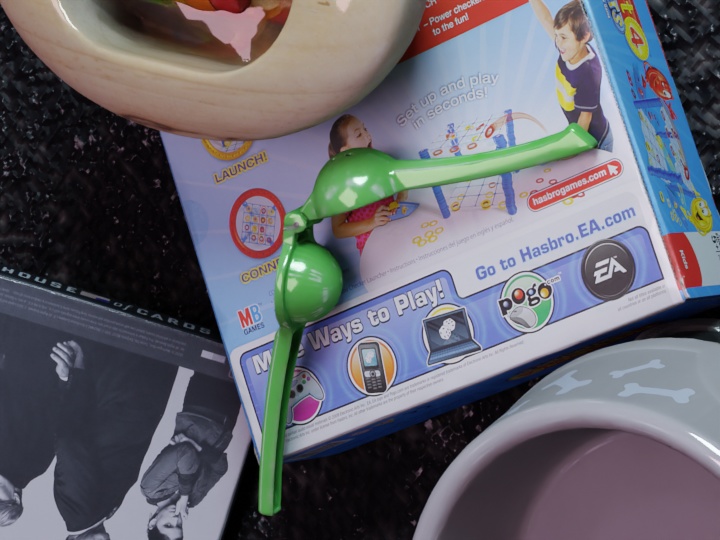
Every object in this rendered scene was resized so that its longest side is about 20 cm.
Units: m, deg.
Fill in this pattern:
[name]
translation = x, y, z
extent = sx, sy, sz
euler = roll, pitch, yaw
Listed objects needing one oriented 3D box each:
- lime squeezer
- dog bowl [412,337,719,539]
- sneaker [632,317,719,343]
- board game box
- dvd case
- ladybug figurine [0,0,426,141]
[lime squeezer]
translation = 0.000, 0.000, 1.024
extent = 0.071, 0.038, 0.200
euler = 36, 113, -8
[dog bowl]
translation = 0.100, 0.126, 0.943
extent = 0.199, 0.059, 0.201
euler = 7, 102, 36
[sneaker]
translation = 0.180, 0.081, 0.962
extent = 0.199, 0.075, 0.080
euler = 22, 117, 36
[board game box]
translation = 0.023, -0.049, 1.054
extent = 0.199, 0.056, 0.197
euler = -22, 80, 31
[dvd case]
translation = -0.133, 0.106, 1.130
extent = 0.150, 0.025, 0.201
euler = 17, 100, -3
[ladybug figurine]
translation = -0.055, -0.120, 1.021
extent = 0.199, 0.072, 0.137
euler = 18, 108, 30
